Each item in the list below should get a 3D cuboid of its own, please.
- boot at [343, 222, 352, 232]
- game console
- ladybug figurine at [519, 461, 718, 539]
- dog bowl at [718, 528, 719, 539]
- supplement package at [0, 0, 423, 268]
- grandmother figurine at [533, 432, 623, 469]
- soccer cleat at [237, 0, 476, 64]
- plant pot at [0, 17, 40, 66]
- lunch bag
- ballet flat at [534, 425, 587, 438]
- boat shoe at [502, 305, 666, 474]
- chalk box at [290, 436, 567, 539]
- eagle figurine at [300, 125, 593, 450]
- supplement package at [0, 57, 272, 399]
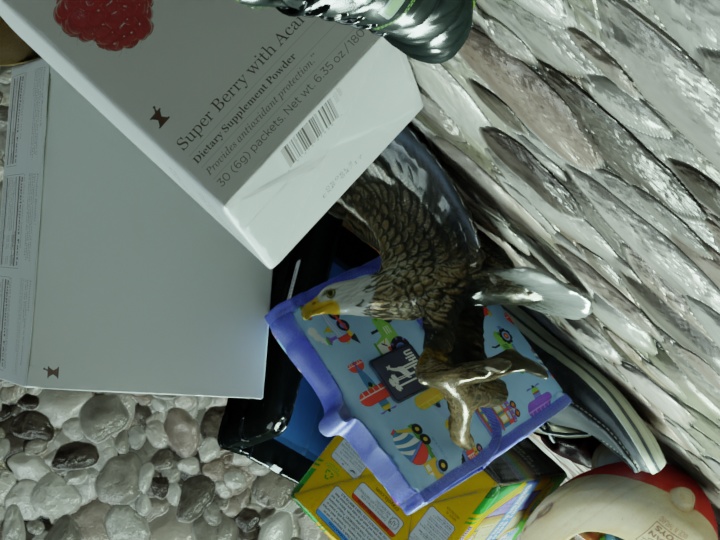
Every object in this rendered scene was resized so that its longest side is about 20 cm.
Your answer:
[{"bbox_3d":[0.000,0.000,1.586,0.155,0.077,0.200,47,178,-17],"label":"boot"},{"bbox_3d":[-0.021,0.047,1.379,0.116,0.201,0.176,19,162,-18],"label":"game console"},{"bbox_3d":[0.195,0.196,1.382,0.135,0.072,0.200,37,144,-4],"label":"ladybug figurine"},{"bbox_3d":[0.320,0.279,1.450,0.200,0.059,0.200,43,176,3],"label":"dog bowl"},{"bbox_3d":[-0.085,-0.120,0.938,0.200,0.121,0.120,42,176,16],"label":"supplement package"},{"bbox_3d":[0.160,0.123,1.485,0.121,0.061,0.200,14,-165,-42],"label":"grandmother figurine"},{"bbox_3d":[-0.013,-0.112,0.616,0.067,0.081,0.200,42,175,24],"label":"soccer cleat"},{"bbox_3d":[-0.228,-0.211,1.227,0.186,0.187,0.200,42,-170,21],"label":"plant pot"},{"bbox_3d":[0.024,0.071,1.205,0.151,0.094,0.200,55,-150,8],"label":"lunch bag"},{"bbox_3d":[0.098,0.071,1.412,0.200,0.069,0.070,47,178,29],"label":"ballet flat"},{"bbox_3d":[0.132,0.085,1.312,0.200,0.062,0.075,40,173,31],"label":"boat shoe"},{"bbox_3d":[0.061,0.162,1.424,0.124,0.124,0.200,43,-167,21],"label":"chalk box"},{"bbox_3d":[0.029,-0.012,1.115,0.152,0.150,0.201,-50,48,48],"label":"eagle figurine"},{"bbox_3d":[-0.142,-0.025,1.190,0.155,0.202,0.111,5,180,-23],"label":"supplement package"}]
